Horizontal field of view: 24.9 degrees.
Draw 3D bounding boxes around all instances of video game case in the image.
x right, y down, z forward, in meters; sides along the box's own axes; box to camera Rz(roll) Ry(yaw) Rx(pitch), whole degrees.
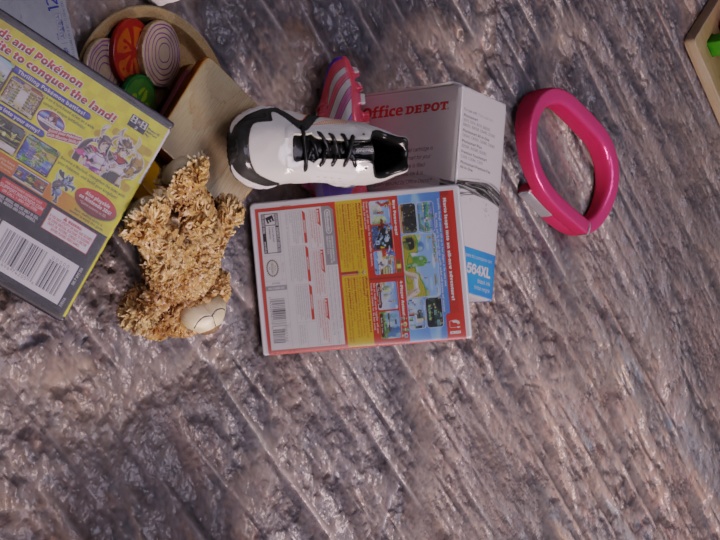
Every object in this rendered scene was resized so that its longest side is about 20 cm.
[{"bbox_3d":[0.000,0.000,1.523,0.017,0.198,0.145,-23,108,-83],"label":"video game case"},{"bbox_3d":[-0.270,-0.088,1.256,0.199,0.025,0.182,33,81,-22],"label":"video game case"}]

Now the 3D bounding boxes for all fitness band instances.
[{"bbox_3d":[0.241,-0.126,1.901,0.200,0.037,0.145,37,61,-42],"label":"fitness band"}]

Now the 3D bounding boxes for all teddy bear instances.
[{"bbox_3d":[-0.148,-0.009,1.368,0.145,0.066,0.202,-46,151,-48],"label":"teddy bear"}]

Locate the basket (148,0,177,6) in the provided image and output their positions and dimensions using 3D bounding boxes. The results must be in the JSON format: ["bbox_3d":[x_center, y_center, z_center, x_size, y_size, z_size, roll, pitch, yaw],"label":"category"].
[{"bbox_3d":[-0.114,-0.360,1.402,0.161,0.197,0.201,53,52,-26],"label":"basket"}]

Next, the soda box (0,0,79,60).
[{"bbox_3d":[-0.262,-0.123,1.316,0.068,0.063,0.202,-22,104,-45],"label":"soda box"}]

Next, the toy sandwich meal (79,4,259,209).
[{"bbox_3d":[-0.163,-0.135,1.423,0.204,0.070,0.208,4,85,-48],"label":"toy sandwich meal"}]

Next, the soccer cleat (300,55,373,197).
[{"bbox_3d":[-0.026,-0.114,1.586,0.067,0.076,0.202,70,13,-73],"label":"soccer cleat"}]

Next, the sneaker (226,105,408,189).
[{"bbox_3d":[-0.036,-0.111,1.454,0.199,0.079,0.075,-4,93,-47],"label":"sneaker"}]

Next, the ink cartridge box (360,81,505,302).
[{"bbox_3d":[0.061,-0.073,1.613,0.084,0.145,0.202,16,77,-47],"label":"ink cartridge box"}]

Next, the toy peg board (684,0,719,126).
[{"bbox_3d":[0.552,-0.293,2.214,0.200,0.097,0.201,-53,125,-35],"label":"toy peg board"}]
